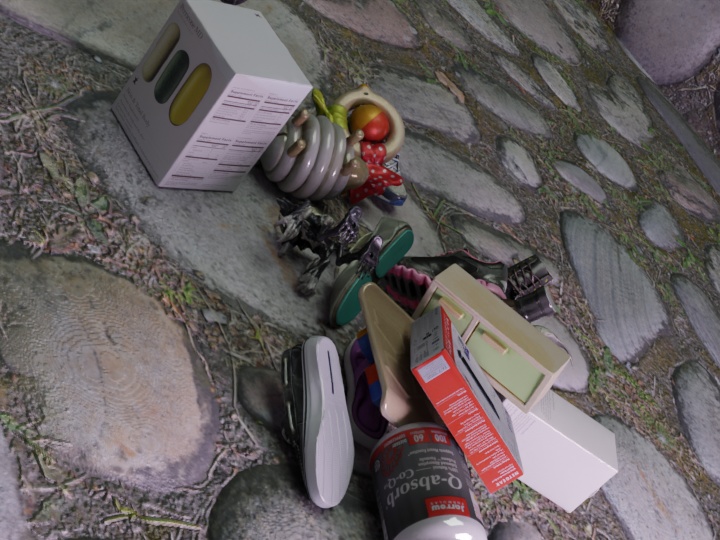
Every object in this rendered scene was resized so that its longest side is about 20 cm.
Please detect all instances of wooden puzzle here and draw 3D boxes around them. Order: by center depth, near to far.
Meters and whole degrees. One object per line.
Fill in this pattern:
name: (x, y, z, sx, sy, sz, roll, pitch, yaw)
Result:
wooden puzzle: (0.056, 0.139, 1.543, 0.185, 0.046, 0.202, 43, 27, -39)

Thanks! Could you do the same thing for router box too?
router box: (0.127, 0.152, 1.507, 0.181, 0.048, 0.200, 57, 9, -10)

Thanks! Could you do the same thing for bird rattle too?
bird rattle: (0.004, -0.213, 1.925, 0.199, 0.113, 0.163, 40, 59, 12)

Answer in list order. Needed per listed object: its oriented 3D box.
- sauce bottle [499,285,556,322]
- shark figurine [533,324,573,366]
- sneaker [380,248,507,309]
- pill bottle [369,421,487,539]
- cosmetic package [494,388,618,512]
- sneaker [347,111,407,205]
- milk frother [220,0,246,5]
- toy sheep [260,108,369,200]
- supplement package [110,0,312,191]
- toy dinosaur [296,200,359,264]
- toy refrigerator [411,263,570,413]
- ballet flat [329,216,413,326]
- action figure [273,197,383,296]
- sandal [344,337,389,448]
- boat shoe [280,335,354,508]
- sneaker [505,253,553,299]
sauce bottle: (0.173, 0.080, 1.698, 0.065, 0.198, 0.065, 57, 18, -30)
shark figurine: (0.240, 0.119, 1.866, 0.214, 0.088, 0.130, -34, 111, -52)
sneaker: (0.121, 0.006, 1.771, 0.197, 0.080, 0.096, 13, 51, 13)
pill bottle: (0.080, 0.283, 1.403, 0.115, 0.116, 0.202, 23, 34, -31)
cosmetic package: (0.244, 0.229, 1.686, 0.199, 0.108, 0.085, 34, 31, -17)
sneaker: (0.028, -0.194, 2.001, 0.076, 0.085, 0.201, 7, 45, -46)
milk frother: (-0.169, -0.339, 1.835, 0.188, 0.200, 0.181, 42, 25, -1)
toy sheep: (-0.077, -0.168, 1.792, 0.198, 0.138, 0.139, 22, 35, -22)
supplement package: (-0.201, -0.233, 1.650, 0.150, 0.200, 0.153, -1, 49, -51)
toy dinosaur: (-0.020, -0.035, 1.777, 0.199, 0.048, 0.089, 35, 23, -21)
toy refrigerator: (0.169, 0.089, 1.617, 0.199, 0.076, 0.070, 40, 35, 14)
ballet flat: (0.000, 0.000, 1.704, 0.063, 0.068, 0.200, 22, 54, 28)
action figure: (-0.065, -0.038, 1.648, 0.102, 0.199, 0.120, -47, 118, -26)
sandal: (0.022, 0.148, 1.577, 0.082, 0.050, 0.204, 32, 30, -19)
boat shoe: (-0.056, 0.178, 1.427, 0.072, 0.070, 0.203, 29, 50, -47)
sneaker: (0.234, 0.020, 1.895, 0.075, 0.106, 0.200, 56, 14, 2)
